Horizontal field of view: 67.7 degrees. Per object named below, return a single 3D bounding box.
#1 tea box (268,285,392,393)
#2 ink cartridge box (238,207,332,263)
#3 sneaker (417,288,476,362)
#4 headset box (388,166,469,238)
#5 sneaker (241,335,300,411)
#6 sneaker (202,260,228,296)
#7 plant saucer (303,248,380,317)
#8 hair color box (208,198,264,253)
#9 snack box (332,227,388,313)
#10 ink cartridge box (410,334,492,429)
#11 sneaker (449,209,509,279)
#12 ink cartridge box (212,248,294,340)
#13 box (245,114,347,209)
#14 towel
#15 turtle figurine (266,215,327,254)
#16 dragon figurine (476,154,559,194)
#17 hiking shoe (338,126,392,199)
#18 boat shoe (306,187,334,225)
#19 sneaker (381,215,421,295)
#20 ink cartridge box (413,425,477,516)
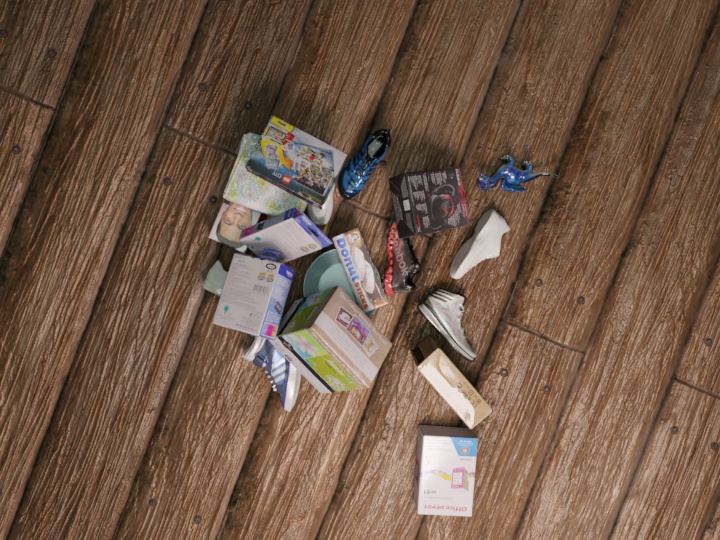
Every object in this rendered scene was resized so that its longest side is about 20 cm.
[{"bbox_3d":[-0.071,0.166,1.249,0.200,0.196,0.134,47,51,-17],"label":"tea box"},{"bbox_3d":[-0.174,-0.079,1.265,0.198,0.042,0.119,-16,137,30],"label":"ink cartridge box"},{"bbox_3d":[0.249,0.129,1.360,0.115,0.076,0.201,-43,91,1],"label":"sneaker"},{"bbox_3d":[0.178,-0.169,1.315,0.198,0.075,0.151,-13,94,-33],"label":"headset box"},{"bbox_3d":[-0.226,0.244,1.345,0.144,0.081,0.204,5,95,5],"label":"sneaker"},{"bbox_3d":[-0.286,0.043,1.326,0.198,0.075,0.090,26,87,-1],"label":"sneaker"},{"bbox_3d":[-0.046,0.046,1.361,0.197,0.039,0.205,0,93,-2],"label":"plant saucer"},{"bbox_3d":[-0.288,-0.153,1.331,0.100,0.061,0.203,23,91,-3],"label":"hair color box"},{"bbox_3d":[0.000,0.000,1.326,0.071,0.024,0.203,-22,92,6],"label":"snack box"},{"bbox_3d":[0.218,0.269,1.319,0.075,0.165,0.200,-41,93,1],"label":"ink cartridge box"},{"bbox_3d":[0.310,-0.050,1.364,0.088,0.075,0.201,36,89,-15],"label":"sneaker"},{"bbox_3d":[-0.239,0.044,1.232,0.134,0.076,0.203,11,81,23],"label":"ink cartridge box"},{"bbox_3d":[-0.147,-0.250,1.242,0.198,0.038,0.138,27,83,-2],"label":"box"},{"bbox_3d":[-0.211,-0.218,1.278,0.197,0.048,0.174,20,84,-2],"label":"towel"},{"bbox_3d":[-0.165,-0.118,1.320,0.159,0.064,0.203,24,101,1],"label":"turtle figurine"},{"bbox_3d":[0.393,-0.229,1.364,0.197,0.059,0.101,16,91,-3],"label":"dragon figurine"},{"bbox_3d":[0.007,-0.269,1.329,0.074,0.087,0.202,32,90,-3],"label":"hiking shoe"},{"bbox_3d":[-0.095,-0.212,1.336,0.071,0.066,0.204,10,92,-4],"label":"boat shoe"},{"bbox_3d":[0.109,-0.036,1.339,0.096,0.071,0.204,6,94,25],"label":"sneaker"},{"bbox_3d":[0.215,0.510,1.368,0.142,0.085,0.204,4,93,-3],"label":"ink cartridge box"}]
